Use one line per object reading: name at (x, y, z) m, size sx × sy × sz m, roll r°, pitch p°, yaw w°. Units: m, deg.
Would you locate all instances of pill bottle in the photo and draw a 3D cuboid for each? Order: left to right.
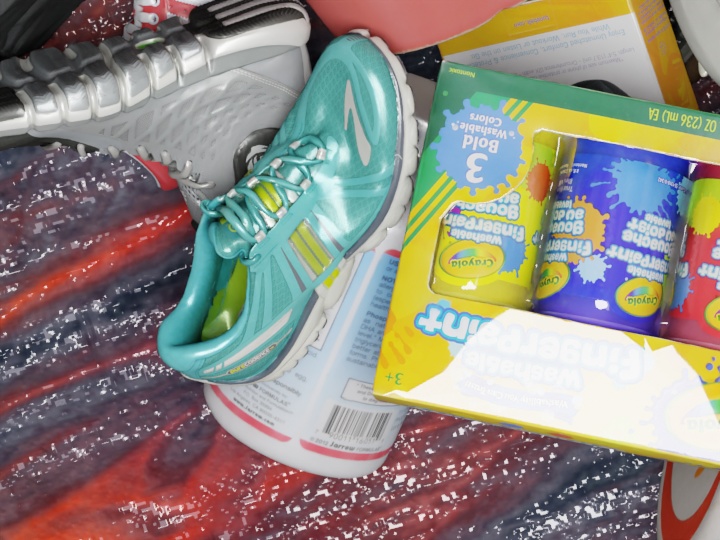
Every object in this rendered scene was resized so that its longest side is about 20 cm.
pill bottle at (0.000, 0.000, 1.493) m, size 0.109 × 0.109 × 0.200 m, roll 22°, pitch 108°, yaw -7°

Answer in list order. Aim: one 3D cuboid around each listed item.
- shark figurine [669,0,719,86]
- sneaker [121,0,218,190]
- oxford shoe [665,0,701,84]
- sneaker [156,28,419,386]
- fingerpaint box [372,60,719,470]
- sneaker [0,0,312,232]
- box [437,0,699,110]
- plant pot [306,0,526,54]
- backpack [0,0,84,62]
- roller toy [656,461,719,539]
shark figurine at (0.192, -0.129, 1.387) m, size 0.128 × 0.090 × 0.215 m, roll -24°, pitch 77°, yaw -11°
sneaker at (-0.106, -0.136, 1.481) m, size 0.112 × 0.071 × 0.200 m, roll -23°, pitch 107°, yaw 1°
oxford shoe at (0.234, -0.158, 1.485) m, size 0.200 × 0.073 × 0.084 m, roll -42°, pitch 109°, yaw 11°
sneaker at (-0.036, -0.026, 1.400) m, size 0.080 × 0.078 × 0.200 m, roll 4°, pitch 119°, yaw -48°
fingerpaint box at (0.119, 0.001, 1.376) m, size 0.200 × 0.073 × 0.167 m, roll 12°, pitch 85°, yaw 4°
sneaker at (-0.111, -0.060, 1.432) m, size 0.200 × 0.075 × 0.116 m, roll -17°, pitch 116°, yaw -7°
box at (0.126, -0.055, 1.499) m, size 0.119 × 0.041 × 0.200 m, roll -10°, pitch 110°, yaw 34°
plant pot at (0.015, -0.217, 1.411) m, size 0.200 × 0.200 × 0.177 m, roll -25°, pitch 114°, yaw 5°
backpack at (-0.219, -0.208, 1.425) m, size 0.127 × 0.167 × 0.200 m, roll -42°, pitch 86°, yaw 1°
roller toy at (0.248, 0.095, 1.494) m, size 0.140 × 0.182 × 0.200 m, roll 16°, pitch 114°, yaw -6°
